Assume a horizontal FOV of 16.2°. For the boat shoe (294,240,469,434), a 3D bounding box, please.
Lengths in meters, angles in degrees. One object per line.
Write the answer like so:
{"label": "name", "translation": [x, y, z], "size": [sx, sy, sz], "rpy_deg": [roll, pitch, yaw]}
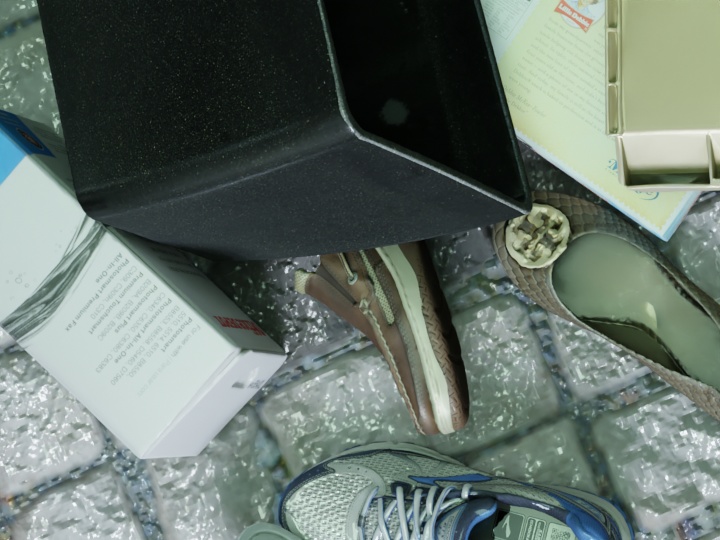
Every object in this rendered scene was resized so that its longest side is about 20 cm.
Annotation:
{"label": "boat shoe", "translation": [0.001, 0.001, 1.405], "size": [0.074, 0.075, 0.204], "rpy_deg": [-19, 73, 7]}

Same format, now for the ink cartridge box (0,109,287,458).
{"label": "ink cartridge box", "translation": [-0.148, 0.008, 1.388], "size": [0.200, 0.146, 0.084], "rpy_deg": [43, 94, 9]}

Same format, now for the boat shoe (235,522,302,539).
{"label": "boat shoe", "translation": [-0.006, 0.222, 1.401], "size": [0.200, 0.076, 0.060], "rpy_deg": [46, 133, -1]}

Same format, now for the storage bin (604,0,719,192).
{"label": "storage bin", "translation": [0.232, -0.142, 1.304], "size": [0.198, 0.094, 0.200], "rpy_deg": [-1, 89, 20]}

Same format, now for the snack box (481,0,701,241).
{"label": "snack box", "translation": [0.121, -0.120, 1.405], "size": [0.199, 0.037, 0.117], "rpy_deg": [36, 94, 9]}

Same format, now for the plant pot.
{"label": "plant pot", "translation": [-0.051, -0.108, 1.306], "size": [0.176, 0.200, 0.201], "rpy_deg": [-23, 69, 23]}

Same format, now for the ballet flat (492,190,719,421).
{"label": "ballet flat", "translation": [0.156, 0.023, 1.389], "size": [0.200, 0.046, 0.068], "rpy_deg": [39, 93, 9]}

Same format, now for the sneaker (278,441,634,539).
{"label": "sneaker", "translation": [0.050, 0.136, 1.382], "size": [0.198, 0.085, 0.078], "rpy_deg": [5, 88, 10]}
